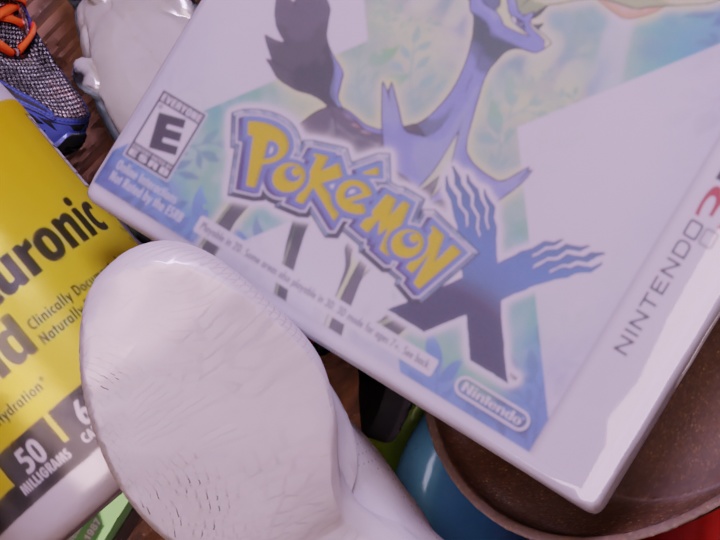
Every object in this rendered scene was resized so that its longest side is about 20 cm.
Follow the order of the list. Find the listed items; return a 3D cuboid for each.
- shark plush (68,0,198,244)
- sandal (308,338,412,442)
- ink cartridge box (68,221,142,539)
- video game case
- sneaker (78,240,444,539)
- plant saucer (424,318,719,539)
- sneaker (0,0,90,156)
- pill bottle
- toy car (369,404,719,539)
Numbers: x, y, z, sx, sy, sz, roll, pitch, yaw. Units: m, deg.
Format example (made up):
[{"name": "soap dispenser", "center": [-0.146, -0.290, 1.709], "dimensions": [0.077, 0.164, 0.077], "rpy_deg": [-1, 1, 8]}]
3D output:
[{"name": "shark plush", "center": [-0.085, -0.062, 0.838], "dimensions": [0.091, 0.083, 0.200], "rpy_deg": [-42, 67, -14]}, {"name": "sandal", "center": [0.000, 0.000, 0.789], "dimensions": [0.045, 0.200, 0.075], "rpy_deg": [19, 111, -12]}, {"name": "ink cartridge box", "center": [-0.161, 0.025, 0.866], "dimensions": [0.200, 0.084, 0.146], "rpy_deg": [32, 97, 3]}, {"name": "video game case", "center": [0.038, -0.051, 0.687], "dimensions": [0.200, 0.022, 0.183], "rpy_deg": [31, 90, 15]}, {"name": "sneaker", "center": [-0.028, 0.064, 0.716], "dimensions": [0.075, 0.089, 0.200], "rpy_deg": [-33, 115, 5]}, {"name": "plant saucer", "center": [0.105, 0.003, 0.717], "dimensions": [0.037, 0.200, 0.201], "rpy_deg": [30, 100, -37]}, {"name": "sneaker", "center": [-0.169, -0.129, 0.844], "dimensions": [0.078, 0.075, 0.200], "rpy_deg": [-40, 83, 23]}, {"name": "pill bottle", "center": [-0.145, -0.001, 0.765], "dimensions": [0.111, 0.111, 0.200], "rpy_deg": [-41, 88, 8]}, {"name": "toy car", "center": [0.096, 0.089, 0.809], "dimensions": [0.199, 0.150, 0.176], "rpy_deg": [11, 96, 5]}]
